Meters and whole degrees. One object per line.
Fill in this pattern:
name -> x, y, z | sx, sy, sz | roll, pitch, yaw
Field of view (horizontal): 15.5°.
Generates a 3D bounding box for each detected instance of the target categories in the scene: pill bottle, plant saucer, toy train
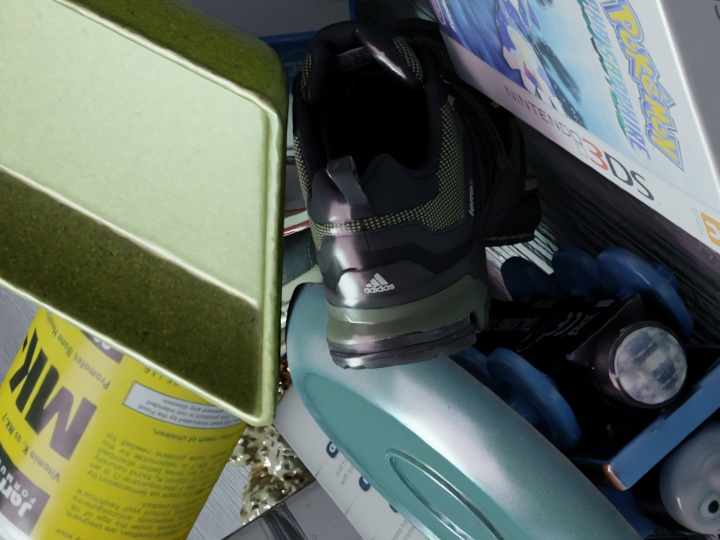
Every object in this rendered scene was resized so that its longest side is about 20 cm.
pill bottle -> -0.117, 0.074, 1.250 | 0.114, 0.114, 0.200 | 48, 122, 35
plant saucer -> -0.103, -0.053, 1.021 | 0.199, 0.048, 0.200 | 28, 145, 17
plant saucer -> 0.041, 0.083, 1.011 | 0.200, 0.027, 0.200 | 41, 168, 11
toy train -> 0.090, 0.055, 1.013 | 0.114, 0.087, 0.200 | 51, 166, -10

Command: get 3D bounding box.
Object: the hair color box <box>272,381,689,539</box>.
hair color box -> 0.053, 0.096, 1.179 | 0.200, 0.060, 0.100 | 49, 120, 32

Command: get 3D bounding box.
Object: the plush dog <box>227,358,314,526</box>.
plush dog -> -0.058, 0.047, 1.482 | 0.199, 0.161, 0.172 | 28, 146, 7

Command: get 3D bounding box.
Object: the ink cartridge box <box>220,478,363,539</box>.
ink cartridge box -> 0.000, 0.178, 1.349 | 0.146, 0.200, 0.084 | 57, 167, 2

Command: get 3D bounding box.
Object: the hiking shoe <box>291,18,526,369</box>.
hiking shoe -> 0.017, -0.055, 0.952 | 0.200, 0.075, 0.101 | -87, -13, -57

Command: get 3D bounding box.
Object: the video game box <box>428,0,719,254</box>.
video game box -> 0.059, -0.117, 0.809 | 0.182, 0.047, 0.200 | 36, 155, 53

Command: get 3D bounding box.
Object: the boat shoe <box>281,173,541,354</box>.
boat shoe -> 0.000, 0.000, 1.093 | 0.200, 0.071, 0.063 | -13, 83, 45

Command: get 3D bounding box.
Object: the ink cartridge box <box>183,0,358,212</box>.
ink cartridge box -> -0.055, -0.070, 1.143 | 0.200, 0.115, 0.068 | 84, 179, -63
